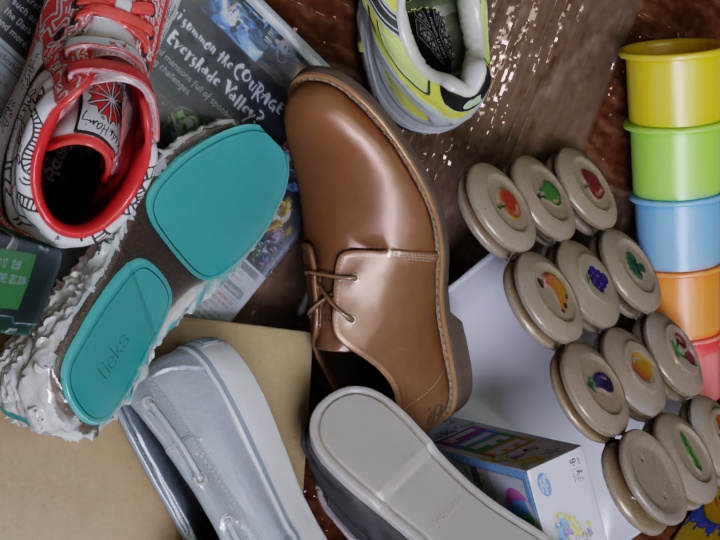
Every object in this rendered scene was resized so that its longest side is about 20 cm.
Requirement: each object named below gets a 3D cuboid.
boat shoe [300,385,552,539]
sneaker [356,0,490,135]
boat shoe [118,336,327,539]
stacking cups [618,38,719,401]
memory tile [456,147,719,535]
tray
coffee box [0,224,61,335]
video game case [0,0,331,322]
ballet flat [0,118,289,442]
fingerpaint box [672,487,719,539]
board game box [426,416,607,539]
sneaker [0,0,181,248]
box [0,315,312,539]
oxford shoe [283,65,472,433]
[{"bbox_3d":[0.047,0.138,0.907,0.067,0.057,0.200,-36,72,-22],"label":"boat shoe"},{"bbox_3d":[0.024,-0.167,0.944,0.075,0.076,0.201,-24,98,-18],"label":"sneaker"},{"bbox_3d":[-0.057,0.133,0.888,0.071,0.070,0.202,-23,86,-25],"label":"boat shoe"},{"bbox_3d":[0.177,-0.024,1.056,0.060,0.060,0.201,-13,107,-22],"label":"stacking cups"},{"bbox_3d":[0.126,0.029,0.973,0.153,0.017,0.201,-12,72,-58],"label":"memory tile"},{"bbox_3d":[0.107,0.067,1.035,0.107,0.022,0.200,-38,117,25],"label":"tray"},{"bbox_3d":[-0.232,-0.030,0.779,0.199,0.123,0.044,22,89,10],"label":"coffee box"},{"bbox_3d":[-0.110,-0.067,0.933,0.200,0.023,0.182,43,80,-23],"label":"video game case"},{"bbox_3d":[-0.107,-0.001,0.888,0.072,0.071,0.200,56,46,-21],"label":"ballet flat"},{"bbox_3d":[0.231,0.211,1.037,0.073,0.200,0.167,39,81,-26],"label":"fingerpaint box"},{"bbox_3d":[0.089,0.180,0.980,0.034,0.134,0.201,-20,101,-24],"label":"board game box"},{"bbox_3d":[-0.108,-0.104,0.856,0.067,0.108,0.202,23,88,-25],"label":"sneaker"},{"bbox_3d":[-0.120,0.098,0.910,0.199,0.021,0.165,8,79,-24],"label":"box"},{"bbox_3d":[0.000,0.000,0.935,0.071,0.071,0.201,-38,119,-41],"label":"oxford shoe"}]
